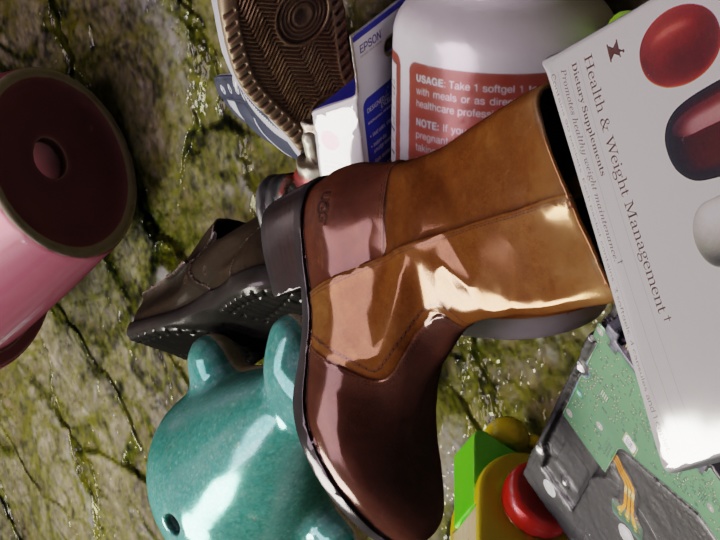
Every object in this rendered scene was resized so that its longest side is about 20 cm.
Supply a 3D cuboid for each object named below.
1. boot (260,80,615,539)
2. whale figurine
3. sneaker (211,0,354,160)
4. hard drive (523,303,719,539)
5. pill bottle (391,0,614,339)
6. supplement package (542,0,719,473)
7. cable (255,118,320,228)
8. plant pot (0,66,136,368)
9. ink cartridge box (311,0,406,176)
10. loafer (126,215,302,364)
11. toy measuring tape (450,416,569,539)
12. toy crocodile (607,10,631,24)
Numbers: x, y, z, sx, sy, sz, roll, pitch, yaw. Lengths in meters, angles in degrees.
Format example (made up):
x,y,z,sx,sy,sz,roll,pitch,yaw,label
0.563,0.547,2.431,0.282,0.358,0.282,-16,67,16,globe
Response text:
x,y,z,sx,sy,sz,roll,pitch,yaw,label
0.054,0.026,1.326,0.199,0.068,0.190,-18,80,44,boot
-0.060,0.107,1.622,0.159,0.103,0.200,54,150,15,whale figurine
-0.047,-0.122,1.525,0.109,0.070,0.200,45,170,44,sneaker
0.145,0.106,1.343,0.140,0.038,0.200,55,160,18,hard drive
0.071,-0.076,1.392,0.112,0.112,0.201,24,119,50,pill bottle
0.209,-0.039,1.173,0.200,0.146,0.192,-28,77,56,supplement package
0.000,0.000,1.507,0.050,0.097,0.201,3,123,36,cable
-0.247,-0.039,1.812,0.179,0.199,0.201,-24,80,40,plant pot
0.018,-0.050,1.457,0.037,0.095,0.201,14,125,29,ink cartridge box
-0.072,0.008,1.678,0.200,0.073,0.072,-21,53,56,loafer
0.083,0.163,1.454,0.074,0.073,0.201,127,152,-48,toy measuring tape
0.155,-0.026,1.324,0.062,0.067,0.201,-14,92,57,toy crocodile
